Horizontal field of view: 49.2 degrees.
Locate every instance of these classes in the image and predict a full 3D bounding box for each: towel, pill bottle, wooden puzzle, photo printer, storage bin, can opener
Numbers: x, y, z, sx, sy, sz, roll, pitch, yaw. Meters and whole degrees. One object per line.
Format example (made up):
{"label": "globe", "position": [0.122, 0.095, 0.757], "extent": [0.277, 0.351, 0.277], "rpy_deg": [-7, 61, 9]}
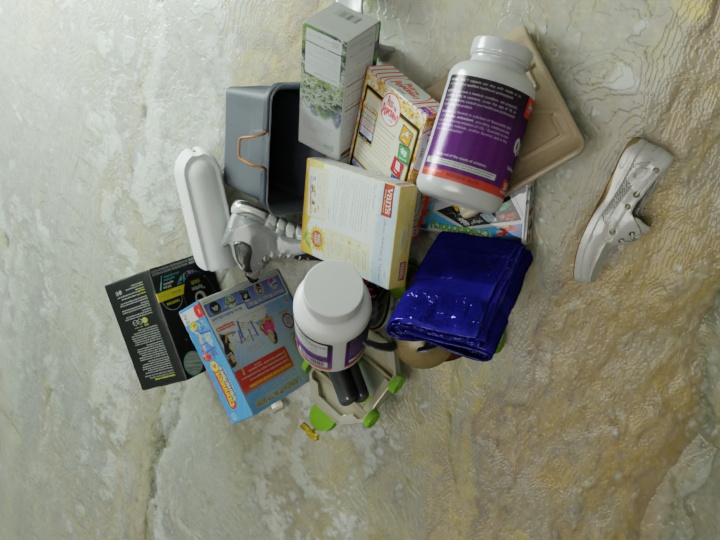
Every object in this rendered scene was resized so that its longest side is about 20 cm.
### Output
{"label": "towel", "position": [0.135, 0.023, 1.044], "extent": [0.147, 0.200, 0.050], "rpy_deg": [13, 136, 22]}
{"label": "pill bottle", "position": [-0.040, 0.064, 1.122], "extent": [0.111, 0.111, 0.200], "rpy_deg": [42, 160, 15]}
{"label": "wooden puzzle", "position": [0.181, -0.194, 1.047], "extent": [0.184, 0.046, 0.201], "rpy_deg": [-30, 70, 25]}
{"label": "pill bottle", "position": [0.148, -0.179, 0.973], "extent": [0.112, 0.112, 0.202], "rpy_deg": [19, 95, 26]}
{"label": "photo printer", "position": [-0.261, -0.105, 1.315], "extent": [0.166, 0.069, 0.202], "rpy_deg": [-161, 59, -72]}
{"label": "storage bin", "position": [-0.149, -0.199, 1.230], "extent": [0.134, 0.145, 0.202], "rpy_deg": [19, 113, 37]}
{"label": "can opener", "position": [-0.050, 0.122, 1.248], "extent": [0.067, 0.053, 0.201], "rpy_deg": [-41, 63, 45]}

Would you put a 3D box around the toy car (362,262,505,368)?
{"label": "toy car", "position": [0.091, 0.073, 1.111], "extent": [0.163, 0.200, 0.159], "rpy_deg": [-1, 104, 32]}

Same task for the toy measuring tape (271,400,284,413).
{"label": "toy measuring tape", "position": [-0.190, 0.159, 1.386], "extent": [0.073, 0.073, 0.201], "rpy_deg": [-31, 84, 34]}

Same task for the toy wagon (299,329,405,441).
{"label": "toy wagon", "position": [-0.025, 0.185, 1.267], "extent": [0.155, 0.040, 0.201], "rpy_deg": [38, 97, 25]}

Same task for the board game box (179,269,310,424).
{"label": "board game box", "position": [-0.172, 0.119, 1.289], "extent": [0.056, 0.200, 0.197], "rpy_deg": [-27, 88, 36]}

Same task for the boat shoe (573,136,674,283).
{"label": "boat shoe", "position": [0.334, -0.064, 0.997], "extent": [0.069, 0.071, 0.201], "rpy_deg": [29, 116, 24]}

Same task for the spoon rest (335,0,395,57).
{"label": "spoon rest", "position": [-0.006, -0.404, 1.120], "extent": [0.099, 0.061, 0.202], "rpy_deg": [-14, 97, 34]}

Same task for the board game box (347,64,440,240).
{"label": "board game box", "position": [0.045, -0.164, 1.110], "extent": [0.152, 0.046, 0.201], "rpy_deg": [49, 139, 38]}

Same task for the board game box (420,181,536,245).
{"label": "board game box", "position": [0.150, -0.114, 1.120], "extent": [0.199, 0.035, 0.127], "rpy_deg": [11, 108, 29]}

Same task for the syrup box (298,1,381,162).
{"label": "syrup box", "position": [-0.033, -0.265, 1.126], "extent": [0.078, 0.081, 0.201], "rpy_deg": [30, 141, 22]}

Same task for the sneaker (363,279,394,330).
{"label": "sneaker", "position": [0.000, 0.000, 1.213], "extent": [0.073, 0.087, 0.202], "rpy_deg": [4, 105, 32]}

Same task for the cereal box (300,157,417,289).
{"label": "cereal box", "position": [-0.008, -0.071, 1.117], "extent": [0.199, 0.039, 0.145], "rpy_deg": [24, 115, 43]}

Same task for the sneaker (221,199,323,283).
{"label": "sneaker", "position": [-0.128, -0.024, 1.253], "extent": [0.199, 0.075, 0.116], "rpy_deg": [24, 92, -3]}

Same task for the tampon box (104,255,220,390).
{"label": "tampon box", "position": [-0.333, 0.089, 1.411], "extent": [0.126, 0.150, 0.202], "rpy_deg": [-16, 95, 35]}
